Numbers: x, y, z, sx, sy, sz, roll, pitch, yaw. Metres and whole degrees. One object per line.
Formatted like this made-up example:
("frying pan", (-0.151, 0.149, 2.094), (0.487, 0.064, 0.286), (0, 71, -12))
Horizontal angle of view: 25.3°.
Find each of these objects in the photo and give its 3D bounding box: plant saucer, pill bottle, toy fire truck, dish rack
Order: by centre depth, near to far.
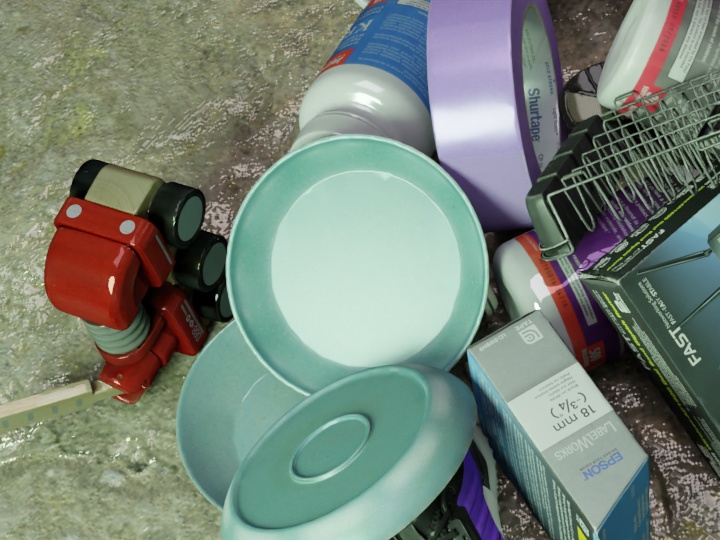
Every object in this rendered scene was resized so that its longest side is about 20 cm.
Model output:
("plant saucer", (-0.015, 0.127, 1.081), (0.200, 0.027, 0.200), (-27, 25, 13))
("dish rack", (0.214, -0.088, 1.101), (0.200, 0.055, 0.153), (-21, 19, 35))
("plant saucer", (0.000, 0.000, 1.184), (0.199, 0.036, 0.201), (1, 94, 16))
("pill bottle", (0.205, -0.005, 1.185), (0.200, 0.113, 0.113), (-25, 56, -3))
("pill bottle", (0.289, -0.137, 1.208), (0.200, 0.111, 0.111), (23, 64, -2))
("plant saucer", (-0.039, 0.111, 1.214), (0.200, 0.039, 0.202), (-6, 56, 10))
("toy fire truck", (-0.200, 0.038, 1.215), (0.128, 0.176, 0.200), (16, 64, 21))
("pill bottle", (0.018, -0.134, 1.279), (0.112, 0.112, 0.200), (10, 42, 19))

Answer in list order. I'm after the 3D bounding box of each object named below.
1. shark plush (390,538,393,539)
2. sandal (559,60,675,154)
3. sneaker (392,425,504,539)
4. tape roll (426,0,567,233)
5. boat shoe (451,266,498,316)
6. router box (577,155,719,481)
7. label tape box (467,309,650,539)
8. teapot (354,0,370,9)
("shark plush", (0.003, 0.242, 1.107), (0.083, 0.091, 0.200), (-29, 86, 19))
("sandal", (0.256, -0.130, 1.290), (0.200, 0.057, 0.080), (-7, 74, -12))
("sneaker", (0.061, 0.191, 1.084), (0.069, 0.099, 0.201), (-33, 60, 25))
("tape roll", (0.108, -0.130, 1.227), (0.065, 0.200, 0.201), (-5, 57, 17))
("boat shoe", (0.021, -0.002, 1.252), (0.200, 0.075, 0.062), (25, 68, 33))
("router box", (0.267, 0.035, 1.105), (0.150, 0.200, 0.062), (-40, 13, -12))
("label tape box", (0.152, 0.146, 1.084), (0.063, 0.144, 0.200), (-28, 57, -8))
("teapot", (0.109, -0.290, 1.370), (0.197, 0.200, 0.147), (-7, 94, -28))
